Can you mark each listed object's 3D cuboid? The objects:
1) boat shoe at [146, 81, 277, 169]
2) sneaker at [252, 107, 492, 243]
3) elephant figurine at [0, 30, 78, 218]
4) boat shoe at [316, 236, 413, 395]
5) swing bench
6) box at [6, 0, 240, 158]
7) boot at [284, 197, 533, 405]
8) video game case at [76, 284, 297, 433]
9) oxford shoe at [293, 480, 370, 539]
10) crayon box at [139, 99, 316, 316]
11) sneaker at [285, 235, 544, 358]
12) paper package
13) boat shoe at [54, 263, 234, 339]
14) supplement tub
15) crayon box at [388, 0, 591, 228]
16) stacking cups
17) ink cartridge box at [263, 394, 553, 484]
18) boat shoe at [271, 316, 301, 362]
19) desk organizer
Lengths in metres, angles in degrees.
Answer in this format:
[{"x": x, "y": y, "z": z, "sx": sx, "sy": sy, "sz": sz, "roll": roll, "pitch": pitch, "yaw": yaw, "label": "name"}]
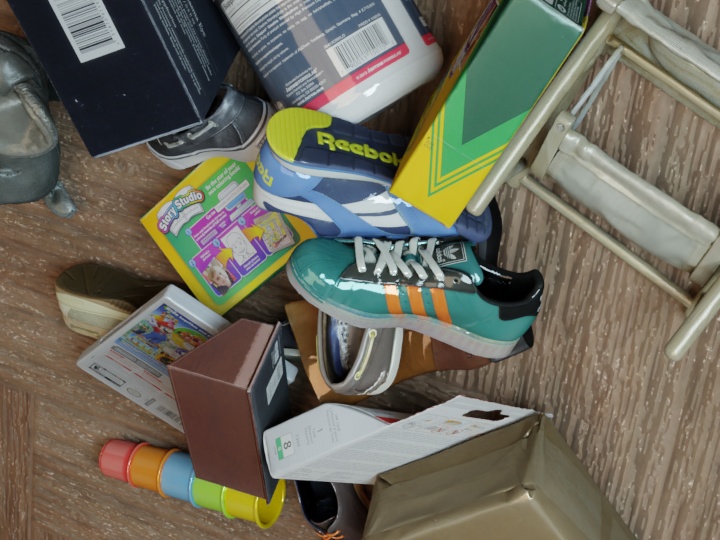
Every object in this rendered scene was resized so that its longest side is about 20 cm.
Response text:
[{"x": -0.146, "y": -0.131, "z": 1.090, "sx": 0.199, "sy": 0.068, "sz": 0.072, "roll": 12, "pitch": 75, "yaw": 56, "label": "boat shoe"}, {"x": 0.008, "y": -0.059, "z": 0.977, "sx": 0.198, "sy": 0.074, "sz": 0.082, "roll": 19, "pitch": 132, "yaw": -18, "label": "sneaker"}, {"x": -0.325, "y": -0.156, "z": 1.167, "sx": 0.142, "sy": 0.154, "sz": 0.200, "roll": 57, "pitch": 133, "yaw": 23, "label": "elephant figurine"}, {"x": 0.000, "y": 0.000, "z": 1.024, "sx": 0.071, "sy": 0.059, "sz": 0.202, "roll": 4, "pitch": 89, "yaw": 29, "label": "boat shoe"}, {"x": 0.223, "y": -0.080, "z": 0.948, "sx": 0.198, "sy": 0.130, "sz": 0.201, "roll": 37, "pitch": 114, "yaw": 9, "label": "swing bench"}, {"x": -0.187, "y": -0.226, "z": 0.999, "sx": 0.103, "sy": 0.183, "sz": 0.201, "roll": -15, "pitch": 118, "yaw": 18, "label": "box"}, {"x": 0.030, "y": 0.007, "z": 1.077, "sx": 0.198, "sy": 0.068, "sz": 0.190, "roll": -18, "pitch": 92, "yaw": 21, "label": "boot"}, {"x": -0.167, "y": 0.090, "z": 1.187, "sx": 0.143, "sy": 0.018, "sz": 0.200, "roll": 36, "pitch": 143, "yaw": -19, "label": "video game case"}, {"x": -0.020, "y": 0.246, "z": 1.209, "sx": 0.071, "sy": 0.072, "sz": 0.202, "roll": -20, "pitch": 99, "yaw": 29, "label": "oxford shoe"}, {"x": -0.093, "y": -0.059, "z": 1.141, "sx": 0.200, "sy": 0.058, "sz": 0.119, "roll": -37, "pitch": 90, "yaw": 31, "label": "crayon box"}, {"x": 0.045, "y": 0.002, "z": 0.953, "sx": 0.198, "sy": 0.072, "sz": 0.080, "roll": 15, "pitch": 130, "yaw": -19, "label": "sneaker"}, {"x": 0.127, "y": 0.247, "z": 1.093, "sx": 0.190, "sy": 0.104, "sz": 0.200, "roll": -25, "pitch": 115, "yaw": 31, "label": "paper package"}, {"x": -0.208, "y": 0.052, "z": 1.234, "sx": 0.198, "sy": 0.072, "sz": 0.065, "roll": 16, "pitch": 126, "yaw": 20, "label": "boat shoe"}, {"x": -0.036, "y": -0.213, "z": 1.011, "sx": 0.140, "sy": 0.140, "sz": 0.201, "roll": -28, "pitch": 95, "yaw": 30, "label": "supplement tub"}, {"x": 0.100, "y": -0.150, "z": 0.931, "sx": 0.058, "sy": 0.200, "sz": 0.173, "roll": 32, "pitch": 119, "yaw": -4, "label": "crayon box"}, {"x": -0.176, "y": 0.212, "z": 1.277, "sx": 0.198, "sy": 0.060, "sz": 0.061, "roll": 7, "pitch": 111, "yaw": 23, "label": "stacking cups"}, {"x": 0.041, "y": 0.131, "z": 1.089, "sx": 0.199, "sy": 0.160, "sz": 0.051, "roll": -29, "pitch": 64, "yaw": 29, "label": "ink cartridge box"}, {"x": -0.028, "y": 0.050, "z": 1.157, "sx": 0.198, "sy": 0.073, "sz": 0.063, "roll": -3, "pitch": 81, "yaw": 26, "label": "boat shoe"}, {"x": -0.111, "y": 0.121, "z": 1.123, "sx": 0.076, "sy": 0.072, "sz": 0.201, "roll": 15, "pitch": 145, "yaw": 12, "label": "desk organizer"}]
